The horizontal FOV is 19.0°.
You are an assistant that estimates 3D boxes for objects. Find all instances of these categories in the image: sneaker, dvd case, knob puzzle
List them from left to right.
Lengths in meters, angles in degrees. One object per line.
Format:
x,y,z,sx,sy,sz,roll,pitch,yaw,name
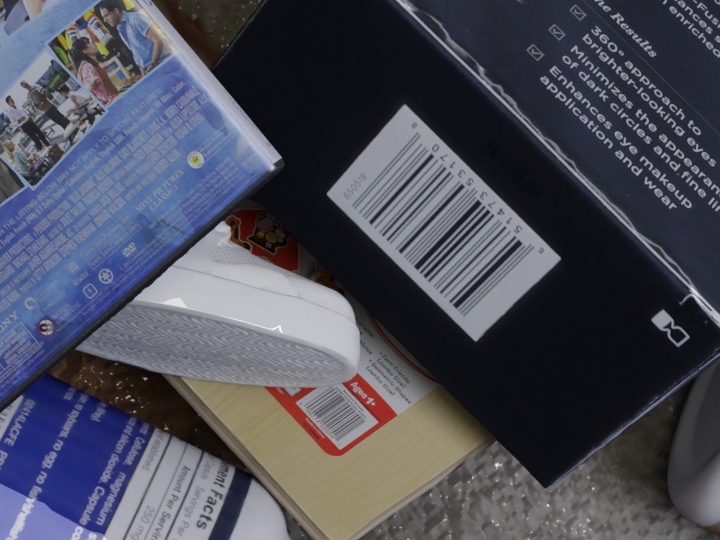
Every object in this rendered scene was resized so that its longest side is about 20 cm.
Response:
-0.141,-0.066,0.712,0.143,0.018,0.200,-40,93,14,dvd case
-0.087,-0.030,0.780,0.199,0.074,0.116,14,65,-2,sneaker
0.000,0.000,0.855,0.218,0.031,0.221,7,53,-10,knob puzzle

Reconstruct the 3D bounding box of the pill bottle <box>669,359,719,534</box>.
0.233,0.085,0.846,0.199,0.116,0.116,26,76,-4,pill bottle

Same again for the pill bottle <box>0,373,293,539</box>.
-0.097,0.111,0.791,0.199,0.116,0.116,27,76,-4,pill bottle

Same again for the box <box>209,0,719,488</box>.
0.074,-0.062,0.812,0.197,0.117,0.200,45,43,1,box
